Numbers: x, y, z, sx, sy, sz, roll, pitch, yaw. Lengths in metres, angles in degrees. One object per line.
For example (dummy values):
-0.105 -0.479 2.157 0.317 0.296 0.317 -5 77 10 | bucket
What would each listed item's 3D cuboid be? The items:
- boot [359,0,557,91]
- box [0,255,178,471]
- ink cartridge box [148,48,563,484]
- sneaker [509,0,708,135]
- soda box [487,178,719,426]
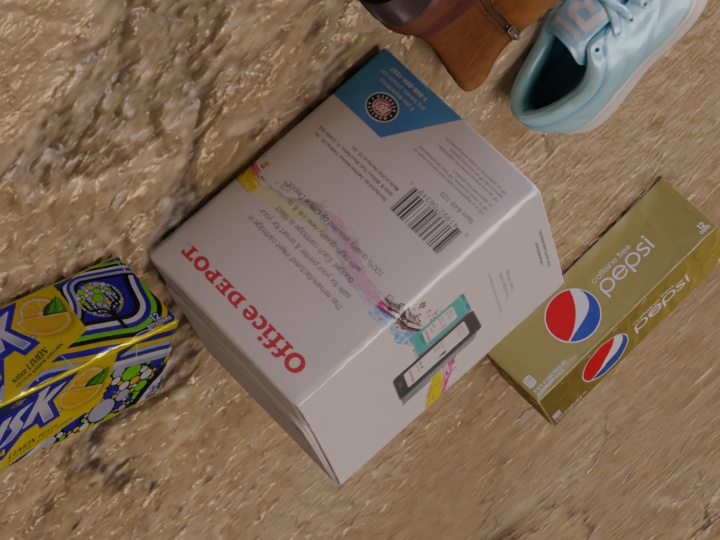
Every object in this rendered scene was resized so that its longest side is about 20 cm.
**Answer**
0.099 -0.197 1.611 0.188 0.068 0.200 -50 155 7 | boot
-0.205 0.067 1.537 0.200 0.064 0.070 -27 149 -36 | box
0.000 0.000 1.655 0.200 0.147 0.146 -41 155 -8 | ink cartridge box
0.168 -0.167 1.752 0.082 0.074 0.200 -11 137 -55 | sneaker
0.195 0.025 2.084 0.200 0.064 0.068 -45 154 -4 | soda box
